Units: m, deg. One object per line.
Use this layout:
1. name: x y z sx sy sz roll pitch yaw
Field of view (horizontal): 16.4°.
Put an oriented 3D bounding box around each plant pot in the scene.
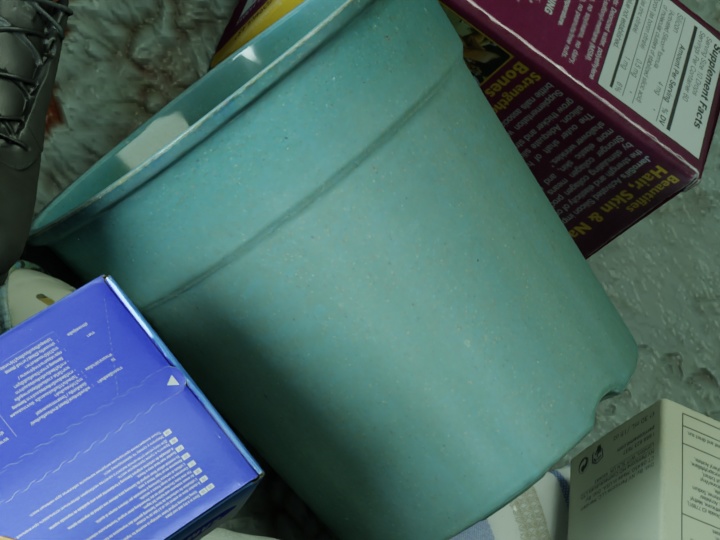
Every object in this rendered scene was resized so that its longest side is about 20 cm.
1. plant pot: 0.000 0.000 1.023 0.196 0.200 0.200 52 44 -10

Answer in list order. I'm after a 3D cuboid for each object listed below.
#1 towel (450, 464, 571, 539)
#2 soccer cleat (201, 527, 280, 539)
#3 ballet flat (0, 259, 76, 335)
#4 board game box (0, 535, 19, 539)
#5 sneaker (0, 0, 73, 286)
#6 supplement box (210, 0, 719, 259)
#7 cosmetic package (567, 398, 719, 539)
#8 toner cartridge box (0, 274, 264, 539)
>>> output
1. towel: 0.118 0.153 1.123 0.200 0.024 0.147 -5 66 -40
2. soccer cleat: -0.025 0.191 0.955 0.086 0.070 0.200 1 65 -51
3. ballet flat: -0.106 0.053 0.953 0.074 0.074 0.200 1 51 -38
4. board game box: -0.048 0.159 0.849 0.200 0.030 0.096 20 81 -38
5. sneaker: -0.152 -0.074 0.974 0.076 0.091 0.200 26 29 -29
6. supplement box: 0.054 -0.101 1.161 0.200 0.131 0.103 36 46 -15
7. cosmetic package: 0.145 0.168 1.067 0.105 0.071 0.200 26 49 -23
8. toner cartridge box: -0.139 0.091 0.844 0.200 0.043 0.095 -32 78 -30
